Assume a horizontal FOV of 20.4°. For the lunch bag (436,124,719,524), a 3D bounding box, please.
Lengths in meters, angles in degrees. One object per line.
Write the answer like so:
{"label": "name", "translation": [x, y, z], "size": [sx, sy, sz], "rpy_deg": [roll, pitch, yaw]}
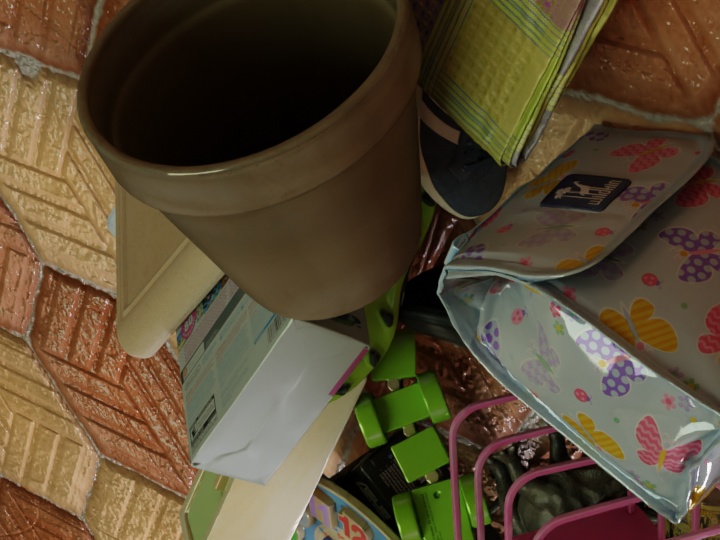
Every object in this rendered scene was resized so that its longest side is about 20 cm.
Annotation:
{"label": "lunch bag", "translation": [0.164, 0.012, 1.153], "size": [0.200, 0.169, 0.128], "rpy_deg": [38, 143, 20]}

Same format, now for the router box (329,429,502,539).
{"label": "router box", "translation": [0.052, 0.230, 1.555], "size": [0.200, 0.062, 0.150], "rpy_deg": [52, 151, 2]}

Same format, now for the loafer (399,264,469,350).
{"label": "loafer", "translation": [0.101, 0.039, 1.338], "size": [0.199, 0.073, 0.073], "rpy_deg": [8, 131, 47]}

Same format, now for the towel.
{"label": "towel", "translation": [0.055, -0.169, 1.153], "size": [0.200, 0.023, 0.144], "rpy_deg": [47, 136, 25]}

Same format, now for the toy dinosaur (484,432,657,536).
{"label": "toy dinosaur", "translation": [0.130, 0.169, 1.414], "size": [0.200, 0.077, 0.103], "rpy_deg": [-37, 77, 51]}

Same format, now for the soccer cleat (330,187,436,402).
{"label": "soccer cleat", "translation": [0.000, 0.000, 1.367], "size": [0.067, 0.081, 0.201], "rpy_deg": [18, 112, -17]}

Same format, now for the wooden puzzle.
{"label": "wooden puzzle", "translation": [-0.119, -0.066, 1.387], "size": [0.185, 0.037, 0.201], "rpy_deg": [-46, 42, 41]}

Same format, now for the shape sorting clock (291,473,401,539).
{"label": "shape sorting clock", "translation": [0.002, 0.236, 1.528], "size": [0.199, 0.039, 0.201], "rpy_deg": [36, 147, 28]}

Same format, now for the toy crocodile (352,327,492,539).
{"label": "toy crocodile", "translation": [0.046, 0.138, 1.445], "size": [0.062, 0.067, 0.202], "rpy_deg": [42, -152, -82]}

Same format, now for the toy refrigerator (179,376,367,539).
{"label": "toy refrigerator", "translation": [-0.070, 0.130, 1.472], "size": [0.201, 0.069, 0.076], "rpy_deg": [-64, 24, 25]}

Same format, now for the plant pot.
{"label": "plant pot", "translation": [-0.044, -0.070, 1.179], "size": [0.199, 0.200, 0.174], "rpy_deg": [21, 149, 37]}

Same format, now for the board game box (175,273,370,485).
{"label": "board game box", "translation": [-0.065, 0.017, 1.335], "size": [0.148, 0.064, 0.201], "rpy_deg": [-52, 33, 34]}

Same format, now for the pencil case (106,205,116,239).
{"label": "pencil case", "translation": [-0.106, 0.008, 1.538], "size": [0.200, 0.083, 0.091], "rpy_deg": [48, 147, 8]}

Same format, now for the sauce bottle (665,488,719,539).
{"label": "sauce bottle", "translation": [0.226, 0.150, 1.295], "size": [0.064, 0.065, 0.201], "rpy_deg": [21, 133, 37]}

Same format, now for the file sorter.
{"label": "file sorter", "translation": [0.146, 0.166, 1.212], "size": [0.200, 0.138, 0.127], "rpy_deg": [-128, 29, -60]}

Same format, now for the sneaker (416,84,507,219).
{"label": "sneaker", "translation": [0.077, -0.113, 1.226], "size": [0.084, 0.075, 0.201], "rpy_deg": [25, 137, 40]}
